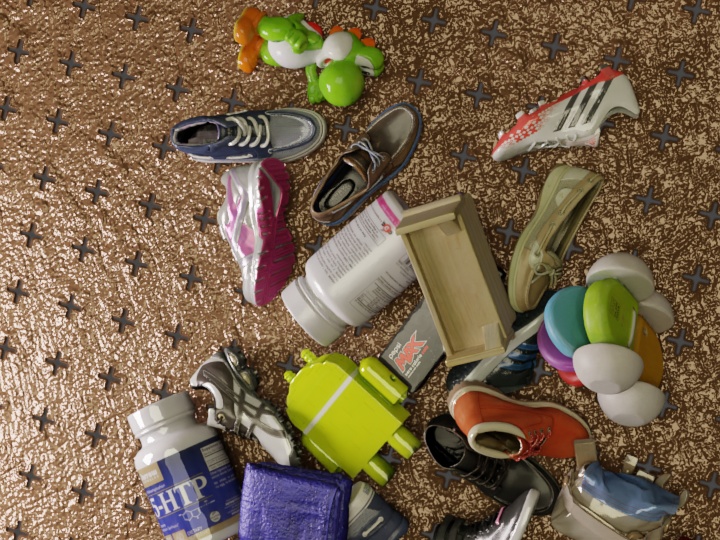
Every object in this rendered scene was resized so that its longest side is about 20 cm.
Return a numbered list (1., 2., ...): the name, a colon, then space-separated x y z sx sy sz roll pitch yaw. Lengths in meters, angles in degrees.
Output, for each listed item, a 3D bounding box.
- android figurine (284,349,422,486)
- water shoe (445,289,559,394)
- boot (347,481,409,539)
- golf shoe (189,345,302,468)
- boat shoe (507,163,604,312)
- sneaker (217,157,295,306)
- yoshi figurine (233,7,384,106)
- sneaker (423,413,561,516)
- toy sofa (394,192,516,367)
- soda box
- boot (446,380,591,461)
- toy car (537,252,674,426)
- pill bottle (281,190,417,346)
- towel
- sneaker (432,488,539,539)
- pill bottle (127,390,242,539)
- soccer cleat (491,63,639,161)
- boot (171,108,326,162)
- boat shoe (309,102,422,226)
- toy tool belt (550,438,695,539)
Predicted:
1. android figurine: -0.017 0.189 1.644 0.200 0.041 0.182 41 122 8
2. water shoe: 0.202 0.108 1.627 0.200 0.072 0.079 -41 112 5
3. boot: -0.029 0.377 1.665 0.090 0.073 0.200 41 109 -10
4. golf shoe: -0.153 0.202 1.675 0.094 0.078 0.200 -32 74 -13
5. boat shoe: 0.247 -0.038 1.591 0.063 0.073 0.202 18 78 33
6. sneaker: -0.145 -0.053 1.687 0.088 0.081 0.201 7 100 35
7. yoshi figurine: -0.071 -0.276 1.660 0.199 0.112 0.113 14 108 9
8. sneaker: 0.164 0.259 1.603 0.199 0.106 0.075 30 96 10
9. toy sofa: 0.121 0.009 1.553 0.082 0.098 0.201 -16 106 21
10. soda box: 0.105 0.063 1.639 0.071 0.063 0.200 37 97 9
11. boot: 0.210 0.210 1.572 0.199 0.107 0.075 16 110 -16
12. toy car: 0.295 0.086 1.541 0.149 0.200 0.176 -3 58 31
13. pill bottle: 0.000 0.000 1.634 0.200 0.113 0.114 -40 82 8
14. towel: -0.090 0.355 1.607 0.147 0.050 0.201 7 96 8
15. sneaker: 0.151 0.337 1.601 0.099 0.071 0.201 33 121 10
16. pill bottle: -0.235 0.271 1.679 0.119 0.120 0.201 -25 85 10
17. soccer cleat: 0.264 -0.185 1.606 0.199 0.069 0.085 -31 80 5
18. boot: -0.149 -0.179 1.669 0.199 0.090 0.073 -8 88 12
19. boat shoe: 0.008 -0.139 1.654 0.072 0.072 0.200 39 97 9
20. toy tool belt: 0.346 0.294 1.560 0.199 0.125 0.124 19 102 10
